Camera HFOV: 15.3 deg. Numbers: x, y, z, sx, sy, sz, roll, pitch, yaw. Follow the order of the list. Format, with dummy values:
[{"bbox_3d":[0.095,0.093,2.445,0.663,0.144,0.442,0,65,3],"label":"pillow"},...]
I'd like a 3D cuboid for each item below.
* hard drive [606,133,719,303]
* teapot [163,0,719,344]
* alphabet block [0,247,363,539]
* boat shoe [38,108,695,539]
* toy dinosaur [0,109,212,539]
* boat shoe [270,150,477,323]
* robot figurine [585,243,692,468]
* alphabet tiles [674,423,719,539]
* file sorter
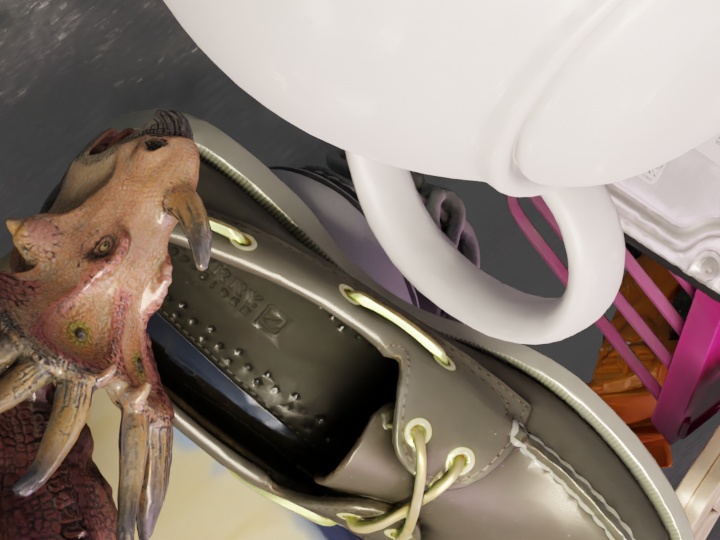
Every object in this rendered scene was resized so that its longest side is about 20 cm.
[{"bbox_3d":[0.132,-0.055,0.772,0.140,0.200,0.038,-58,-154,0],"label":"hard drive"},{"bbox_3d":[0.051,-0.083,0.604,0.197,0.146,0.200,-40,166,9],"label":"teapot"},{"bbox_3d":[-0.092,0.130,0.818,0.200,0.195,0.196,-39,163,-2],"label":"alphabet block"},{"bbox_3d":[-0.001,0.038,0.707,0.072,0.202,0.060,-51,-177,29],"label":"boat shoe"},{"bbox_3d":[-0.080,0.071,0.645,0.135,0.200,0.086,-5,-168,41],"label":"toy dinosaur"},{"bbox_3d":[0.002,0.001,0.831,0.068,0.074,0.199,-57,160,-13],"label":"boat shoe"},{"bbox_3d":[0.166,-0.001,1.100,0.145,0.058,0.200,-6,-149,28],"label":"robot figurine"},{"bbox_3d":[0.098,0.113,0.920,0.196,0.015,0.200,-47,164,-47],"label":"alphabet tiles"},{"bbox_3d":[0.130,-0.050,0.922,0.139,0.125,0.200,-37,166,-9],"label":"file sorter"}]
